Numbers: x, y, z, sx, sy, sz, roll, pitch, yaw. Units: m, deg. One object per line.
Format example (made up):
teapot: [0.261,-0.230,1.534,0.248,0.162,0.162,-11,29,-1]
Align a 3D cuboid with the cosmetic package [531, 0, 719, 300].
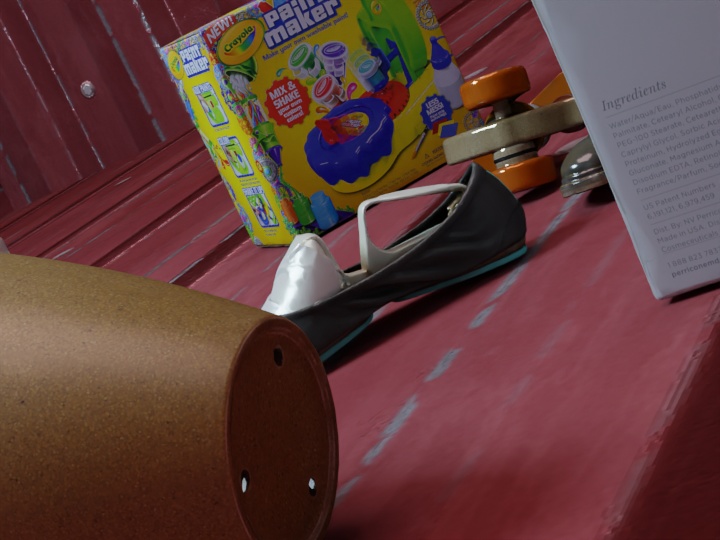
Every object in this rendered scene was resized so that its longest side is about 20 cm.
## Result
cosmetic package: [0.174,-0.127,0.765,0.122,0.201,0.199,-20,12,30]

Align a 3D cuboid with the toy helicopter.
toy helicopter: [0.150,-0.108,1.149,0.198,0.080,0.132,-18,-1,-13]

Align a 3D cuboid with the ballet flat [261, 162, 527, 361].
ballet flat: [0.000,0.000,0.941,0.199,0.069,0.068,-29,11,-11]

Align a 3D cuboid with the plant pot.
plant pot: [-0.117,0.072,0.643,0.198,0.188,0.186,-7,18,25]

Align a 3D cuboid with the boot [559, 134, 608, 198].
boot: [0.167,-0.120,1.033,0.074,0.098,0.200,-16,14,44]

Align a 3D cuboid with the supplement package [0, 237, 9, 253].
supplement package: [-0.371,0.072,1.368,0.199,0.118,0.117,-21,10,29]

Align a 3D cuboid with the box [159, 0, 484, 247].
box: [-0.031,-0.152,1.413,0.199,0.194,0.122,-31,11,-20]
